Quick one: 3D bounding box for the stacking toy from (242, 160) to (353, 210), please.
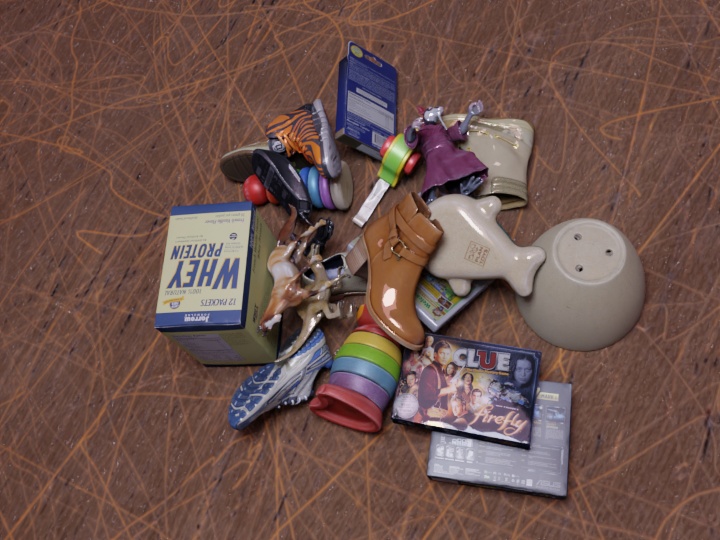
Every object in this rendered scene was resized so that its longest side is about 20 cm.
[{"bbox_3d":[-0.117,-0.144,1.233,0.197,0.085,0.087,-3,66,17],"label":"stacking toy"}]

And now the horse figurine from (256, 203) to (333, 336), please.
[{"bbox_3d":[-0.105,-0.006,1.070,0.132,0.050,0.202,-36,43,27],"label":"horse figurine"}]

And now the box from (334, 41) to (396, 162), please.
[{"bbox_3d":[0.013,-0.304,1.255,0.032,0.120,0.203,-24,55,47],"label":"box"}]

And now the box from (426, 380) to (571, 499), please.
[{"bbox_3d":[0.203,0.236,1.011,0.197,0.051,0.160,4,68,14],"label":"box"}]

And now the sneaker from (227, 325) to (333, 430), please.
[{"bbox_3d":[-0.115,0.181,1.073,0.200,0.086,0.077,-43,27,-19],"label":"sneaker"}]

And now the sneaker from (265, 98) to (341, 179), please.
[{"bbox_3d":[-0.098,-0.207,1.176,0.111,0.078,0.201,-20,41,4],"label":"sneaker"}]

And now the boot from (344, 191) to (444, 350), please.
[{"bbox_3d":[0.071,-0.002,1.009,0.155,0.073,0.201,-44,65,24],"label":"boot"}]

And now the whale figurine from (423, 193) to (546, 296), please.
[{"bbox_3d":[0.181,-0.036,1.049,0.198,0.103,0.161,24,108,21],"label":"whale figurine"}]

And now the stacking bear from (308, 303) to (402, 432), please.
[{"bbox_3d":[0.013,0.132,1.067,0.113,0.122,0.202,23,62,-2],"label":"stacking bear"}]

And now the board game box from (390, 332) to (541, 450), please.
[{"bbox_3d":[0.153,0.170,1.005,0.197,0.035,0.137,7,66,16],"label":"board game box"}]

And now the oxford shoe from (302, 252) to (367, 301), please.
[{"bbox_3d":[0.000,0.000,1.142,0.198,0.074,0.072,-19,64,2],"label":"oxford shoe"}]

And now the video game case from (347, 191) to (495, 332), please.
[{"bbox_3d":[0.108,-0.020,1.120,0.181,0.022,0.200,-36,68,-28],"label":"video game case"}]

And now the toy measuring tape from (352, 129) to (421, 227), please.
[{"bbox_3d":[0.047,-0.167,1.193,0.073,0.074,0.201,32,85,22],"label":"toy measuring tape"}]

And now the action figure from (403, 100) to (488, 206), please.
[{"bbox_3d":[0.137,-0.192,1.144,0.132,0.150,0.202,-6,53,-13],"label":"action figure"}]

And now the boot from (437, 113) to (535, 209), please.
[{"bbox_3d":[0.193,-0.182,1.188,0.197,0.073,0.158,6,69,11],"label":"boot"}]

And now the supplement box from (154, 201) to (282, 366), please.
[{"bbox_3d":[-0.211,0.028,1.103,0.132,0.200,0.203,-3,66,9],"label":"supplement box"}]

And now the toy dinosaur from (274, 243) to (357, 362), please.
[{"bbox_3d":[-0.063,0.058,1.078,0.100,0.058,0.202,-1,63,28],"label":"toy dinosaur"}]

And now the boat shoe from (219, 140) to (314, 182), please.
[{"bbox_3d":[-0.159,-0.213,1.281,0.197,0.072,0.077,-4,45,5],"label":"boat shoe"}]

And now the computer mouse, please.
[{"bbox_3d":[-0.113,-0.115,1.180,0.046,0.141,0.200,-36,77,-28],"label":"computer mouse"}]

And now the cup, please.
[{"bbox_3d":[0.332,0.002,1.037,0.197,0.144,0.203,-5,66,10],"label":"cup"}]
